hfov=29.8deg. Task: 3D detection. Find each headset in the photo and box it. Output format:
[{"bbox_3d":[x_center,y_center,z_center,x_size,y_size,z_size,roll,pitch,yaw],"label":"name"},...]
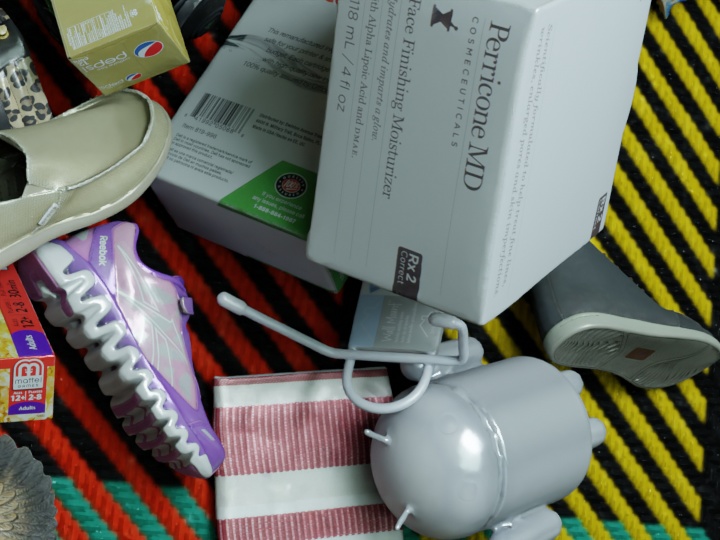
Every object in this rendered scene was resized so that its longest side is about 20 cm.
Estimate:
[{"bbox_3d":[-0.133,-0.222,0.941,0.200,0.094,0.124,-23,87,-11],"label":"headset"}]

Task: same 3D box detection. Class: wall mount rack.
[{"bbox_3d":[0.000,0.000,0.975,0.173,0.075,0.200,4,51,13],"label":"wall mount rack"}]

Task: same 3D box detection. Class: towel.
[{"bbox_3d":[-0.038,0.174,0.991,0.144,0.023,0.200,-1,85,-24],"label":"towel"}]

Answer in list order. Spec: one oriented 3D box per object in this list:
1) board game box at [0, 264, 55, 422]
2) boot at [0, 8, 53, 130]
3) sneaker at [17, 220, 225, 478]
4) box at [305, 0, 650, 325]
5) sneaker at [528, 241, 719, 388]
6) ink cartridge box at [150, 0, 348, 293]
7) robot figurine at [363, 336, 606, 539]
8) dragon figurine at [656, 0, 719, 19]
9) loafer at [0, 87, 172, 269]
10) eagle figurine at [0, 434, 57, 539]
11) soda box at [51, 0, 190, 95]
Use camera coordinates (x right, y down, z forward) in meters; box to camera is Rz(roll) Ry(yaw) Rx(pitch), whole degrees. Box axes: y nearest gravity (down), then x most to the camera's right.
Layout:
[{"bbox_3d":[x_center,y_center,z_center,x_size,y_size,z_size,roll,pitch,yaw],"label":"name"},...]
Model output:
[{"bbox_3d":[-0.299,0.043,0.814,0.200,0.152,0.046,-3,115,-25],"label":"board game box"},{"bbox_3d":[-0.298,-0.134,0.873,0.150,0.073,0.200,-27,100,-23],"label":"boot"},{"bbox_3d":[-0.144,0.048,0.928,0.088,0.080,0.200,-37,99,-30],"label":"sneaker"},{"bbox_3d":[0.079,-0.104,0.849,0.200,0.131,0.199,-32,136,-53],"label":"box"},{"bbox_3d":[0.212,0.027,1.091,0.200,0.075,0.106,16,45,-41],"label":"sneaker"},{"bbox_3d":[-0.035,-0.106,0.945,0.146,0.083,0.200,23,70,24],"label":"ink cartridge box"},{"bbox_3d":[0.089,0.129,0.989,0.200,0.113,0.170,-11,66,-39],"label":"robot figurine"},{"bbox_3d":[0.286,-0.265,1.116,0.099,0.200,0.059,-29,76,4],"label":"dragon figurine"},{"bbox_3d":[-0.204,-0.062,0.860,0.076,0.068,0.200,36,60,28],"label":"loafer"},{"bbox_3d":[-0.282,0.186,0.824,0.151,0.152,0.200,23,80,0],"label":"eagle figurine"},{"bbox_3d":[-0.175,-0.221,0.883,0.064,0.068,0.200,-20,73,6],"label":"soda box"}]
